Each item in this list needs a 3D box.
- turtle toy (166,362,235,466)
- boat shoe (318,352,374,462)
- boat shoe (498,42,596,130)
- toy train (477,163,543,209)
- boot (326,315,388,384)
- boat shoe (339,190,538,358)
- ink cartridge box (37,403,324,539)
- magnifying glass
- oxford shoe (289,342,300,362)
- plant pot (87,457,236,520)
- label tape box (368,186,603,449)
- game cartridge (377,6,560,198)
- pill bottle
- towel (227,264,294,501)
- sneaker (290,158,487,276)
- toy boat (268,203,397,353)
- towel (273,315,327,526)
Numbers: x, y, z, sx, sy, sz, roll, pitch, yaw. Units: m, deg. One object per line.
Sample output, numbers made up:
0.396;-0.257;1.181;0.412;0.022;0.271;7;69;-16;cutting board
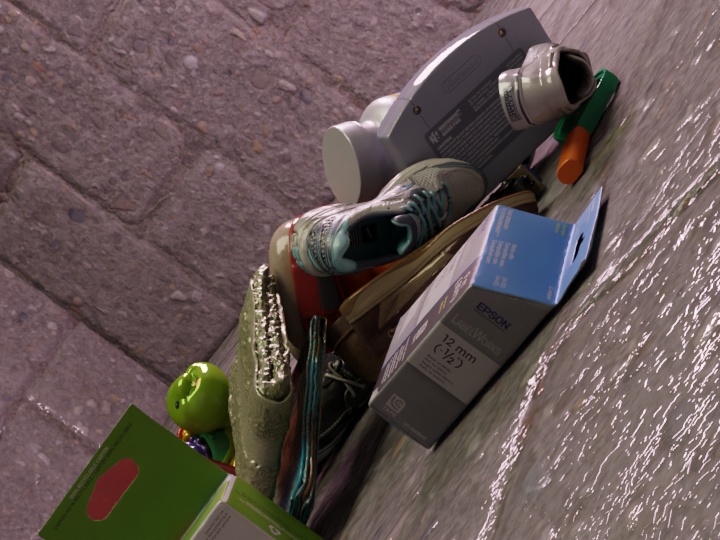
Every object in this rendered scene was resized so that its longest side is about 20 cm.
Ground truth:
-0.135;0.160;1.706;0.201;0.100;0.147;84;-168;-56;turtle toy
-0.022;0.107;1.704;0.201;0.072;0.071;-56;2;-38;boat shoe
0.180;-0.173;1.554;0.065;0.073;0.200;-14;5;22;boat shoe
0.122;-0.047;1.646;0.046;0.034;0.200;-45;-1;-33;toy train
0.064;0.026;1.570;0.200;0.076;0.074;-41;-13;-11;boot
0.080;0.005;1.506;0.199;0.072;0.072;-33;-5;-6;boat shoe
-0.150;0.230;1.392;0.148;0.199;0.076;-53;6;10;ink cartridge box
0.198;-0.126;1.547;0.080;0.022;0.200;-51;5;28;magnifying glass
-0.048;0.040;1.757;0.057;0.076;0.200;-29;9;15;oxford shoe
-0.200;0.275;1.583;0.200;0.175;0.200;-56;3;37;plant pot
0.096;0.019;1.300;0.201;0.066;0.144;-53;6;28;label tape box
0.112;-0.153;1.638;0.200;0.134;0.040;-42;25;-17;game cartridge
0.067;-0.125;1.700;0.198;0.113;0.112;-16;-12;-25;pill bottle
-0.093;0.106;1.536;0.201;0.036;0.150;-103;21;-54;towel
0.041;-0.040;1.548;0.199;0.078;0.086;-26;19;-23;sneaker
0.000;0.000;1.648;0.129;0.132;0.200;-9;7;17;toy boat
-0.059;0.159;1.517;0.147;0.021;0.201;113;166;-48;towel
